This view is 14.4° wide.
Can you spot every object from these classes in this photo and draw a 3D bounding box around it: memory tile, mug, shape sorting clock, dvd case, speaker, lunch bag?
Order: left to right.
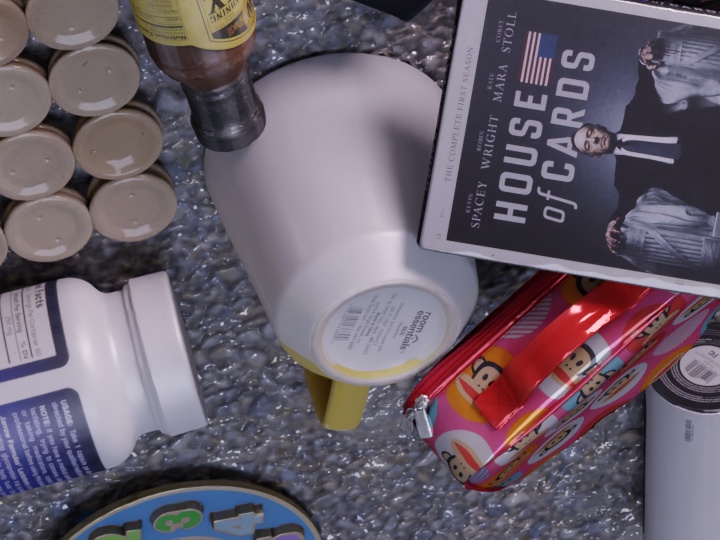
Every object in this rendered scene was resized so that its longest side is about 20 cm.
[{"bbox_3d":[-0.189,-0.079,1.571,0.153,0.017,0.200,-15,135,-1],"label":"memory tile"},{"bbox_3d":[-0.120,0.210,1.866,0.200,0.039,0.200,-8,135,-8],"label":"shape sorting clock"},{"bbox_3d":[0.005,-0.007,1.610,0.149,0.153,0.187,-25,135,8],"label":"mug"},{"bbox_3d":[0.118,0.042,1.606,0.200,0.082,0.176,-42,170,8],"label":"lunch bag"},{"bbox_3d":[0.140,-0.069,1.506,0.200,0.025,0.150,9,99,-3],"label":"dvd case"},{"bbox_3d":[0.224,0.130,1.854,0.081,0.081,0.200,-11,136,-5],"label":"speaker"}]

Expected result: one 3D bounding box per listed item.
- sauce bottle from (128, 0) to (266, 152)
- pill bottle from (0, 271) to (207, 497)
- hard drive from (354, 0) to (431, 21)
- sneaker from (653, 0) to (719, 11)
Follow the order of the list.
[{"bbox_3d":[-0.091,-0.147,1.511,0.065,0.065,0.200,-16,137,0],"label":"sauce bottle"},{"bbox_3d":[-0.196,0.070,1.653,0.200,0.116,0.116,-14,135,-1],"label":"pill bottle"},{"bbox_3d":[0.031,-0.221,1.486,0.135,0.042,0.200,19,126,-30],"label":"hard drive"},{"bbox_3d":[0.176,-0.187,1.492,0.079,0.095,0.200,-24,125,-21],"label":"sneaker"}]
